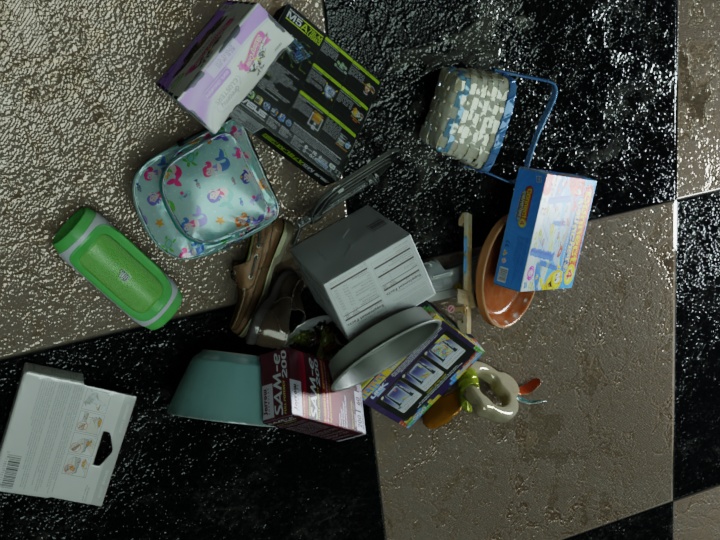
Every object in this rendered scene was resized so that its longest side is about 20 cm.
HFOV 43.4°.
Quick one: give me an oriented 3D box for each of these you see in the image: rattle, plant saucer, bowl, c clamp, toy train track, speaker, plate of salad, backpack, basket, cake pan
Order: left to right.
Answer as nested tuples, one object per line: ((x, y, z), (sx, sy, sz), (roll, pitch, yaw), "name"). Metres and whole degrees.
((-0.361, -0.001, 1.357), (0.088, 0.088, 0.200), (-45, 116, -2), "speaker")
((-0.234, -0.111, 1.339), (0.198, 0.151, 0.179), (-24, 100, -2), "backpack")
((-0.201, 0.184, 1.432), (0.198, 0.200, 0.107), (10, 84, -23), "bowl")
((-0.059, 0.175, 1.547), (0.197, 0.048, 0.203), (-6, 108, -18), "plate of salad")
((-0.024, -0.127, 1.435), (0.199, 0.171, 0.027), (-35, 82, -19), "c clamp")
((0.033, 0.118, 1.391), (0.199, 0.201, 0.037), (-29, 75, -10), "cake pan")
((0.169, 0.005, 1.521), (0.114, 0.032, 0.203), (16, 74, -65), "toy train track")
((0.236, 0.252, 1.673), (0.199, 0.130, 0.144), (4, 119, -49), "rattle")
((0.209, -0.245, 1.464), (0.198, 0.139, 0.178), (15, 107, -18), "basket")
((0.255, -0.001, 1.578), (0.199, 0.032, 0.203), (-18, 114, -47), "plant saucer")

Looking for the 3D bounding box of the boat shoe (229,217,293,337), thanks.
((-0.176, 0.004, 1.442), (0.067, 0.072, 0.202), (21, 89, -20), "boat shoe")

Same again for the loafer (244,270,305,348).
((-0.120, 0.069, 1.415), (0.070, 0.200, 0.074), (23, 120, 2), "loafer")

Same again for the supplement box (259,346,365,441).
((-0.073, 0.197, 1.420), (0.060, 0.110, 0.199), (-20, 154, 29), "supplement box")

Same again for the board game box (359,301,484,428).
((0.093, 0.162, 1.557), (0.200, 0.057, 0.165), (-46, 131, 8), "board game box")

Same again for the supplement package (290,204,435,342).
((0.000, 0.000, 1.429), (0.154, 0.200, 0.112), (-29, 114, -9), "supplement package")

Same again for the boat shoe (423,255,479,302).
((0.131, 0.015, 1.560), (0.197, 0.072, 0.070), (-10, 95, -15), "boat shoe")

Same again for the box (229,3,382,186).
((-0.081, -0.262, 1.361), (0.199, 0.047, 0.195), (34, 64, -27), "box")

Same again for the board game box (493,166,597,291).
((0.320, -0.069, 1.556), (0.195, 0.055, 0.203), (-3, 107, -51), "board game box")

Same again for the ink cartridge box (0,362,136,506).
((-0.466, 0.260, 1.420), (0.174, 0.045, 0.202), (16, 101, -24), "ink cartridge box")

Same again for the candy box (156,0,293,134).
((-0.194, -0.291, 1.265), (0.071, 0.200, 0.168), (41, 89, -26), "candy box")
